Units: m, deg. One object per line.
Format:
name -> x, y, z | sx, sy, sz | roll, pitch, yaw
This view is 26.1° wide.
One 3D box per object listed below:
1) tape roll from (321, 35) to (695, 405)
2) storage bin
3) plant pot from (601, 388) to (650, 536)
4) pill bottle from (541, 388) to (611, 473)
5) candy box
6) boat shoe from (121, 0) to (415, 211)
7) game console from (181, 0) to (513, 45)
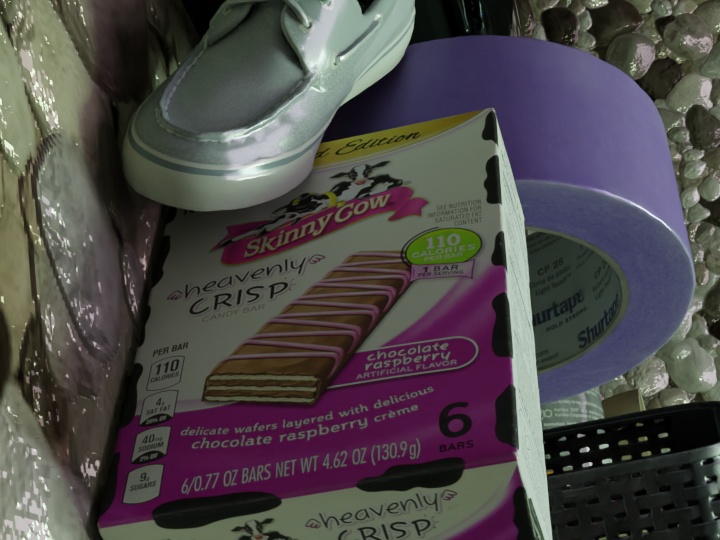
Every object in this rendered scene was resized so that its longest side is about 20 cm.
tape roll -> 0.054, -0.015, 0.747 | 0.200, 0.200, 0.085 | 63, 19, -54
storage bin -> 0.068, 0.125, 0.665 | 0.135, 0.200, 0.094 | -14, 93, -79
plant pot -> 0.235, 0.230, 1.570 | 0.200, 0.134, 0.201 | -12, 90, -80
pill bottle -> 0.135, 0.105, 1.248 | 0.116, 0.116, 0.200 | 54, 26, -65
candy box -> -0.007, 0.028, 0.559 | 0.200, 0.136, 0.061 | -88, 163, -54
boat shoe -> -0.031, -0.093, 0.612 | 0.201, 0.070, 0.072 | -51, 156, -51
game console -> 0.004, -0.152, 0.772 | 0.200, 0.116, 0.176 | 66, 25, -55
